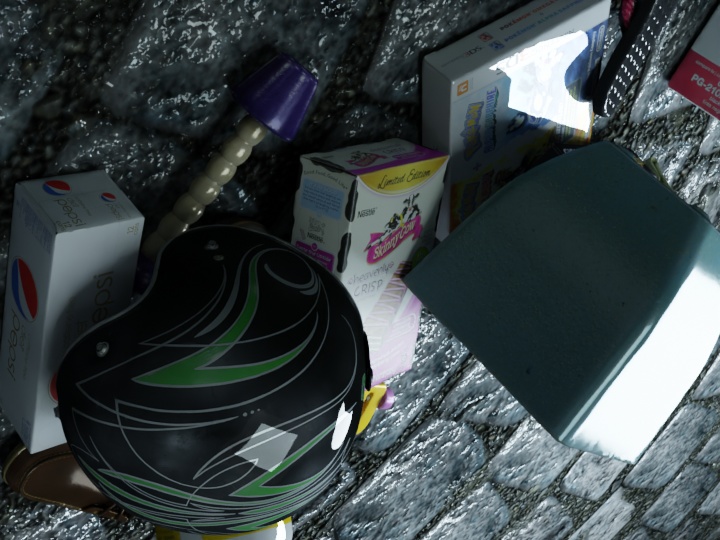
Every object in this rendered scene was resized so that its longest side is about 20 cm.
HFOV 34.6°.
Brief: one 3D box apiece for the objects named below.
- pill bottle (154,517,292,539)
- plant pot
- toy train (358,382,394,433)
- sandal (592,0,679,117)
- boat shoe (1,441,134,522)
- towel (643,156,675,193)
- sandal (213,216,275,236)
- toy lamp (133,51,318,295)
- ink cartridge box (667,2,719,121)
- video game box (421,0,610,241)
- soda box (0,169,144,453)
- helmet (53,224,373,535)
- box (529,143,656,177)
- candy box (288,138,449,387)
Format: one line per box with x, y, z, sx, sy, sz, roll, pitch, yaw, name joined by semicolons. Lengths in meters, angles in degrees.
-0.116;0.182;0.941;0.110;0.202;0.111;-10;173;-1;pill bottle
0.197;0.014;0.959;0.200;0.196;0.195;-50;148;10;plant pot
-0.046;0.119;1.101;0.200;0.056;0.150;-45;141;-3;toy train
0.251;-0.236;1.048;0.201;0.045;0.075;-60;156;0;sandal
-0.203;0.171;0.966;0.199;0.068;0.072;15;114;-52;boat shoe
0.257;-0.012;1.202;0.036;0.149;0.200;26;119;-22;towel
-0.080;0.016;0.951;0.082;0.055;0.200;-48;146;3;sandal
-0.104;-0.069;0.837;0.200;0.058;0.058;-52;146;7;toy lamp
0.434;-0.246;1.208;0.144;0.084;0.201;7;120;-50;ink cartridge box
0.136;-0.139;1.033;0.181;0.047;0.201;-29;143;-20;video game box
-0.209;0.032;0.822;0.068;0.064;0.201;-14;135;-38;soda box
-0.099;0.086;0.794;0.201;0.199;0.191;93;18;-44;helmet
0.177;-0.035;1.127;0.200;0.050;0.198;-50;159;27;box
0.000;0.000;0.954;0.136;0.061;0.202;-19;123;-52;candy box
